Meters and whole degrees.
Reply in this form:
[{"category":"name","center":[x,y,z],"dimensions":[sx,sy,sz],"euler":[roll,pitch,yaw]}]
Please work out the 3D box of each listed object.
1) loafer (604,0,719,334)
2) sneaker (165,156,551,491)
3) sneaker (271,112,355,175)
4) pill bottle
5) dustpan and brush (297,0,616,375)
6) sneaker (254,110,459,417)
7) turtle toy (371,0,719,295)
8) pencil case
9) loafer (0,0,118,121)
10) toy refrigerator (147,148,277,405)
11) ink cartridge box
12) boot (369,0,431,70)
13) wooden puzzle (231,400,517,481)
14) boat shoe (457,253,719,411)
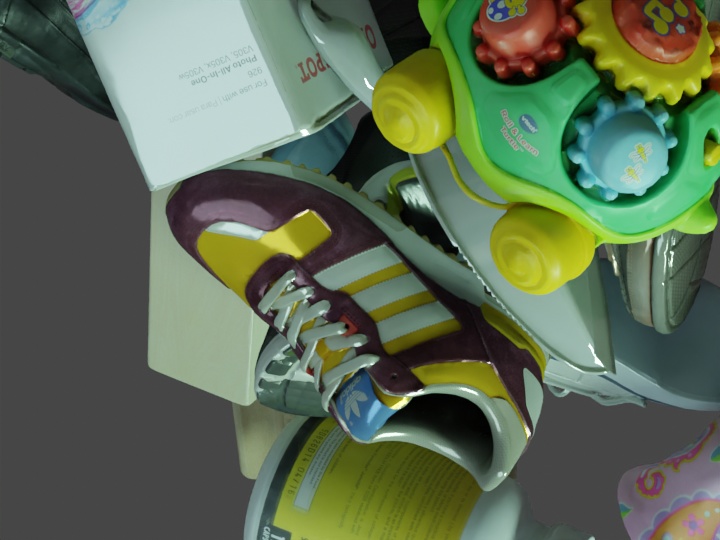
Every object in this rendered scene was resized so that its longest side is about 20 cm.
[{"category":"loafer","center":[0.140,-0.064,0.833],"dimensions":[0.063,0.072,0.201],"euler":[17,128,27]},{"category":"sneaker","center":[-0.004,0.024,0.773],"dimensions":[0.199,0.090,0.075],"euler":[26,139,-8]},{"category":"sneaker","center":[0.028,-0.019,0.966],"dimensions":[0.200,0.082,0.074],"euler":[40,178,-39]},{"category":"pill bottle","center":[0.037,0.167,1.044],"dimensions":[0.199,0.112,0.112],"euler":[18,137,18]},{"category":"dustpan and brush","center":[0.043,-0.051,0.756],"dimensions":[0.057,0.140,0.200],"euler":[-24,121,17]},{"category":"sneaker","center":[0.000,0.000,0.883],"dimensions":[0.074,0.085,0.200],"euler":[14,134,-20]},{"category":"turtle toy","center":[0.082,-0.096,0.691],"dimensions":[0.200,0.146,0.101],"euler":[50,144,4]},{"category":"pencil case","center":[0.226,0.091,0.860],"dimensions":[0.087,0.088,0.200],"euler":[44,122,-7]},{"category":"loafer","center":[-0.159,-0.136,0.953],"dimensions":[0.068,0.071,0.200],"euler":[36,-177,22]},{"category":"toy refrigerator","center":[-0.075,-0.030,1.006],"dimensions":[0.076,0.070,0.201],"euler":[18,122,23]},{"category":"ink cartridge box","center":[-0.073,-0.153,0.759],"dimensions":[0.087,0.145,0.201],"euler":[-21,100,22]},{"category":"boot","center":[-0.051,-0.148,0.898],"dimensions":[0.150,0.073,0.200],"euler":[-25,106,48]},{"category":"wooden puzzle","center":[0.011,0.098,1.117],"dimensions":[0.199,0.046,0.186],"euler":[17,137,19]},{"category":"boat shoe","center":[0.121,0.039,0.927],"dimensions":[0.201,0.075,0.086],"euler":[12,159,-4]}]
